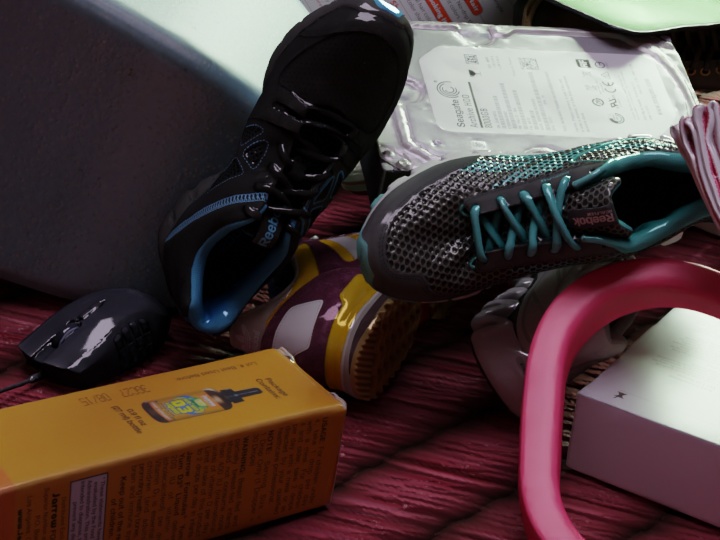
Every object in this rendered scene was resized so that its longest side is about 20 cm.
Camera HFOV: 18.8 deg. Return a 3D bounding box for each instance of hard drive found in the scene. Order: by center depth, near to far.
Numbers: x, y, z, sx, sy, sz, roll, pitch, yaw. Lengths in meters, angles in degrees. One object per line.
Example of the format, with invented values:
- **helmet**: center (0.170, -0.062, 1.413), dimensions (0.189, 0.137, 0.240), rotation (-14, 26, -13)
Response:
- **hard drive**: center (0.095, -0.086, 1.224), dimensions (0.200, 0.038, 0.140), rotation (1, 42, -12)

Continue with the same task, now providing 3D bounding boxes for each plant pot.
- **plant pot**: center (-0.123, -0.089, 1.248), dimensions (0.200, 0.196, 0.196), rotation (27, 27, -3)

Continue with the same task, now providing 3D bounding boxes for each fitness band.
- **fitness band**: center (0.149, 0.078, 1.052), dimensions (0.144, 0.037, 0.200), rotation (0, 52, 10)

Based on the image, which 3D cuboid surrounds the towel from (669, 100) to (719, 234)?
- **towel**: center (0.242, -0.010, 1.094), dimensions (0.200, 0.030, 0.146), rotation (7, 54, -49)

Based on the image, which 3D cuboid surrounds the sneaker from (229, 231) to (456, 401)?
- **sneaker**: center (0.000, 0.000, 1.217), dimensions (0.090, 0.075, 0.200), rotation (16, 26, 16)

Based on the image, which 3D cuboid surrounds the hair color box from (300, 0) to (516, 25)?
- **hair color box**: center (0.021, -0.171, 1.407), dimensions (0.200, 0.111, 0.064), rotation (-31, -1, -24)

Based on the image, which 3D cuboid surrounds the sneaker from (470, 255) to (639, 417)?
- **sneaker**: center (0.122, 0.006, 1.207), dimensions (0.081, 0.075, 0.200), rotation (-27, 20, 26)

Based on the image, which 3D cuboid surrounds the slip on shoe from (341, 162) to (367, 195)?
- **slip on shoe**: center (0.085, -0.046, 1.336), dimensions (0.200, 0.061, 0.074), rotation (4, 15, -11)

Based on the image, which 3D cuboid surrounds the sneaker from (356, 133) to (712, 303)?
- **sneaker**: center (0.097, -0.032, 1.100), dimensions (0.200, 0.078, 0.091), rotation (-16, 4, -14)

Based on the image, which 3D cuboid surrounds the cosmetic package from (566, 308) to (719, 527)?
- **cosmetic package**: center (0.229, 0.086, 1.125), dimensions (0.200, 0.052, 0.151), rotation (21, 29, 25)

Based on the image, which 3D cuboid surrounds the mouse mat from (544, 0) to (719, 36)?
- **mouse mat**: center (0.163, -0.180, 1.365), dimensions (0.161, 0.008, 0.200), rotation (30, 26, 36)

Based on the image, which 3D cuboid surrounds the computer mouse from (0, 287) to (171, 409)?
- **computer mouse**: center (-0.174, 0.047, 1.128), dimensions (0.059, 0.034, 0.200), rotation (25, 32, 29)

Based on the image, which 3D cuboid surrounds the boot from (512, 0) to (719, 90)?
- **boot**: center (0.202, -0.147, 1.381), dimensions (0.138, 0.078, 0.200), rotation (10, 11, 41)

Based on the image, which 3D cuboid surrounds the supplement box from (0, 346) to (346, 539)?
- **supplement box**: center (-0.107, 0.093, 1.019), dimensions (0.200, 0.069, 0.067), rotation (-13, 34, -31)

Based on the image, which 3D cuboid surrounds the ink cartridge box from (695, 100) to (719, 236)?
- **ink cartridge box**: center (0.274, -0.063, 1.410), dimensions (0.117, 0.067, 0.200), rotation (24, 31, 33)

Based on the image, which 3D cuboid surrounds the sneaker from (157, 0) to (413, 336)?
- **sneaker**: center (-0.034, -0.050, 1.131), dimensions (0.073, 0.200, 0.082), rotation (26, 24, -21)
